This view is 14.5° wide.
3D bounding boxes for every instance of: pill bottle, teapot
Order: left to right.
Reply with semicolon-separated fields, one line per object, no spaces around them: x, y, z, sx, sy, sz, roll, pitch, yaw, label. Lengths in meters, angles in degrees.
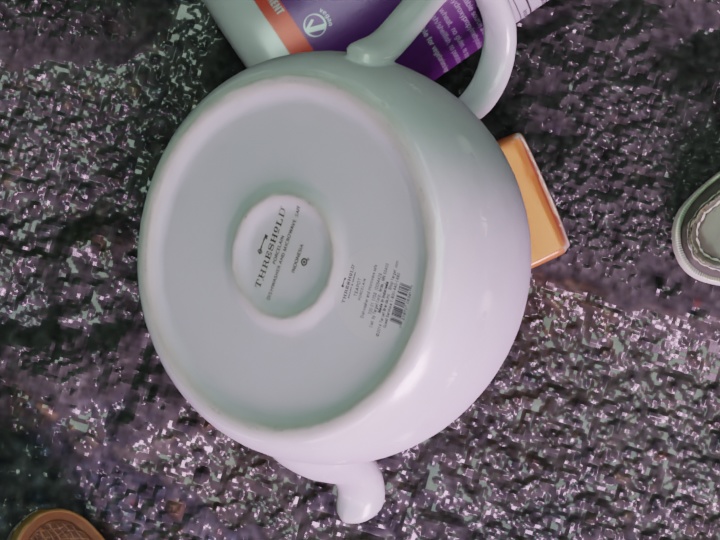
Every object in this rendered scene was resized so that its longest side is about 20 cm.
0.006;-0.009;1.295;0.200;0.146;0.198;-31;73;30;teapot
0.028;-0.155;1.370;0.200;0.112;0.113;-35;90;2;pill bottle

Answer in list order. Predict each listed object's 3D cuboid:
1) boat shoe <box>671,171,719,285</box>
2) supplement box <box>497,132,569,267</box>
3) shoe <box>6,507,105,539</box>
0.252;-0.040;1.392;0.201;0.060;0.072;-15;90;2;boat shoe
0.000;0.000;1.397;0.199;0.067;0.069;-25;90;1;supplement box
-0.113;0.205;1.415;0.070;0.053;0.200;-36;95;-31;shoe
